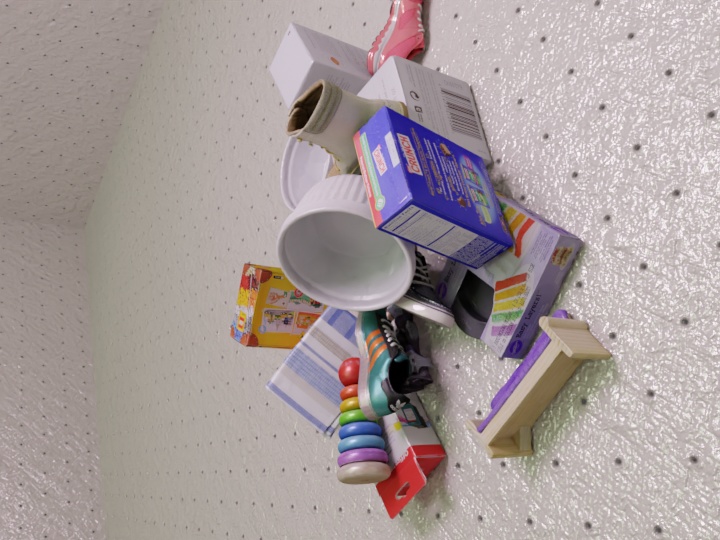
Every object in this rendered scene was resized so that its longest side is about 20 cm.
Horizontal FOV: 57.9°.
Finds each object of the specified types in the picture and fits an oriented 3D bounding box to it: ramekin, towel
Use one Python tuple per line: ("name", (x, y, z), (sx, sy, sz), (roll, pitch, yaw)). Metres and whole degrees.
("ramekin", (-0.072, -0.209, 1.334), (0.200, 0.105, 0.201), (-15, 72, 53))
("ramekin", (-0.012, -0.046, 0.952), (0.200, 0.200, 0.105), (-43, 21, 43))
("towel", (-0.052, 0.171, 1.137), (0.200, 0.147, 0.024), (-52, 0, -7))

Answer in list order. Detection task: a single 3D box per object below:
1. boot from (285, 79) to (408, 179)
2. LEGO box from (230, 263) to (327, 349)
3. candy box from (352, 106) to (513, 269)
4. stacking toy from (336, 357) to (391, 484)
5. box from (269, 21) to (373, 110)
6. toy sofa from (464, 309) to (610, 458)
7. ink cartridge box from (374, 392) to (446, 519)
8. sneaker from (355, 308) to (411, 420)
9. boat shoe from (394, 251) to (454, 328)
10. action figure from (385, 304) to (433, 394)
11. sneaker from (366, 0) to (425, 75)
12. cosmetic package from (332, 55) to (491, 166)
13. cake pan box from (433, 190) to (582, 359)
("boot", (-0.043, -0.183, 0.948), (0.200, 0.154, 0.072), (-48, 48, 39))
("LEGO box", (-0.139, 0.075, 1.287), (0.077, 0.200, 0.149), (20, 99, 54))
("candy box", (0.098, -0.109, 0.887), (0.077, 0.200, 0.169), (-39, 47, 35))
("stacking toy", (-0.001, 0.236, 1.052), (0.085, 0.085, 0.200), (-37, 48, 46))
("box", (-0.050, -0.364, 1.248), (0.106, 0.200, 0.152), (-56, 41, 32))
("toy sofa", (0.220, 0.146, 0.854), (0.200, 0.083, 0.098), (-62, 40, 27))
("ink cartridge box", (0.063, 0.286, 1.067), (0.116, 0.067, 0.200), (-58, 41, 32))
("sneaker", (0.043, 0.132, 1.017), (0.080, 0.071, 0.200), (-22, 51, 26))
("boat shoe", (0.084, 0.017, 1.014), (0.200, 0.075, 0.093), (25, 88, 50))
("action figure", (0.075, 0.099, 1.090), (0.130, 0.069, 0.200), (-43, 48, 46))
("sneaker", (0.089, -0.439, 1.195), (0.087, 0.074, 0.200), (26, 93, 13))
("cosmetic package", (0.073, -0.206, 1.066), (0.200, 0.165, 0.165), (-39, 53, 45))
("cake pan box", (0.201, 0.003, 0.942), (0.184, 0.052, 0.200), (49, 123, 51))
